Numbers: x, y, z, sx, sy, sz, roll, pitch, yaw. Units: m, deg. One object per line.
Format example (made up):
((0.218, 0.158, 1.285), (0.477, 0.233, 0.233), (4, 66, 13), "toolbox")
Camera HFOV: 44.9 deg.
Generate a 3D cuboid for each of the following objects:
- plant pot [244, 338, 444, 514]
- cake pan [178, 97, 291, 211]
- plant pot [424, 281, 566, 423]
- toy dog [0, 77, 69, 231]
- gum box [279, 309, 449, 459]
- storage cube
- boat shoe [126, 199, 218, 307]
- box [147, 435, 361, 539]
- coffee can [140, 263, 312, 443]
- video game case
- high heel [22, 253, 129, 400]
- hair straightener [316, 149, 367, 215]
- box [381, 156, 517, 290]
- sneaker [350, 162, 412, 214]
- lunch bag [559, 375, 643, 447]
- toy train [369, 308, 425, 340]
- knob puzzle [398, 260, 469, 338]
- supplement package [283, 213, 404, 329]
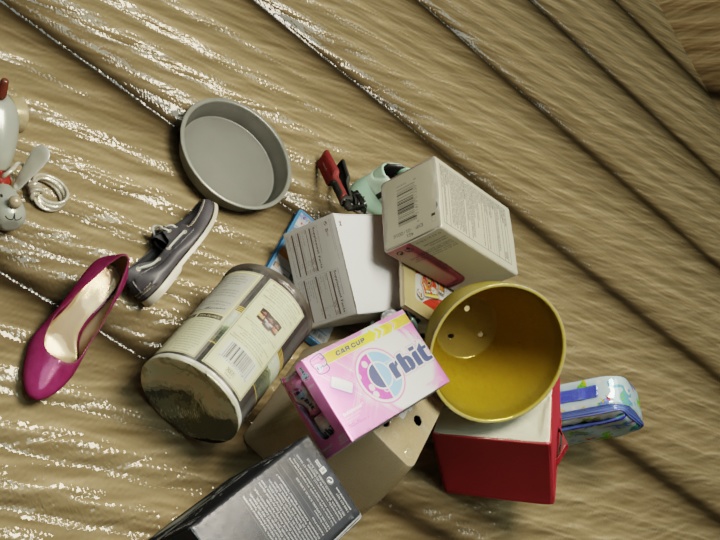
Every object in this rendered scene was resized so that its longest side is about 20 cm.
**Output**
((-0.003, 0.208, 1.225), (0.200, 0.177, 0.200), (46, 45, -10), "plant pot")
((-0.202, -0.179, 1.380), (0.200, 0.037, 0.201), (21, 54, -32), "cake pan")
((0.174, 0.100, 1.255), (0.200, 0.200, 0.142), (38, 2, -18), "plant pot")
((-0.451, -0.161, 1.108), (0.132, 0.096, 0.200), (-32, 88, -46), "toy dog")
((0.004, 0.141, 1.096), (0.200, 0.066, 0.114), (-23, 76, -43), "gum box")
((0.219, 0.235, 1.351), (0.180, 0.200, 0.171), (74, 24, -46), "storage cube")
((-0.265, -0.040, 1.219), (0.063, 0.073, 0.200), (42, 50, -19), "boat shoe")
((-0.142, 0.317, 1.022), (0.124, 0.200, 0.197), (55, 43, 2), "box")
((-0.174, 0.106, 1.158), (0.146, 0.146, 0.200), (46, 45, -10), "coffee can")
((-0.081, 0.012, 1.388), (0.143, 0.018, 0.200), (40, 46, -16), "video game case")
((-0.347, 0.063, 1.067), (0.067, 0.096, 0.200), (32, 48, -23), "high heel")
((-0.015, -0.137, 1.457), (0.077, 0.041, 0.200), (26, 18, -30), "hair straightener")
((0.136, -0.063, 1.333), (0.200, 0.109, 0.128), (28, 49, -41), "box")
((0.086, -0.122, 1.541), (0.200, 0.118, 0.074), (21, 52, -33), "sneaker")
((0.375, 0.244, 1.507), (0.161, 0.200, 0.083), (40, 41, -52), "lunch bag")
((0.072, 0.143, 1.338), (0.200, 0.085, 0.114), (72, -4, -51), "toy train")
((0.114, 0.008, 1.384), (0.219, 0.030, 0.220), (30, 48, -39), "knob puzzle")
((0.000, 0.000, 1.366), (0.200, 0.111, 0.156), (-4, 77, -51), "supplement package")
